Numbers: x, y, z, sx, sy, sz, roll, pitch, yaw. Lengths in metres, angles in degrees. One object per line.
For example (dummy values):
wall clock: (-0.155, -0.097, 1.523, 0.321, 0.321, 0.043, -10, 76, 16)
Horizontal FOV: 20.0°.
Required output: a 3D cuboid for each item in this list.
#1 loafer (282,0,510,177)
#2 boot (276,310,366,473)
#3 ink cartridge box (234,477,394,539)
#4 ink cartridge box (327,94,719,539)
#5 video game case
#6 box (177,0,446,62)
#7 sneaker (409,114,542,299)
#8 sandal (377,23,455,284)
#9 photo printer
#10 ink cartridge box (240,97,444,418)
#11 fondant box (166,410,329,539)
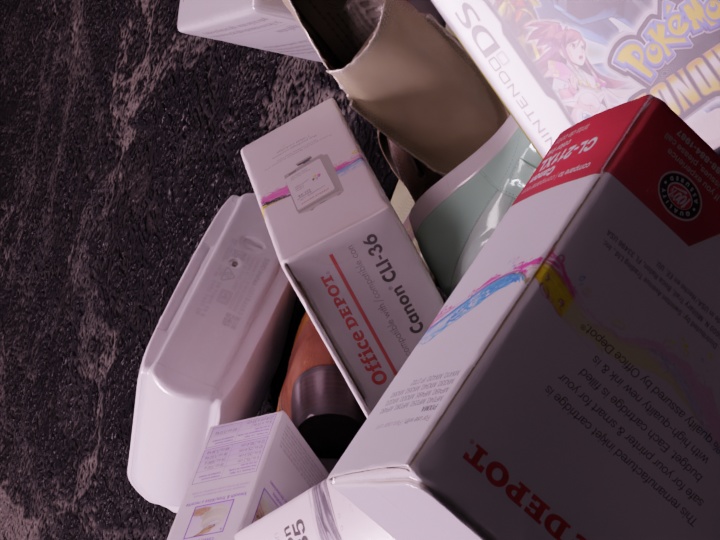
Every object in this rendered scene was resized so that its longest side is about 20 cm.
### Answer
loafer: (0.017, -0.120, 1.179, 0.076, 0.200, 0.068, -48, -8, 18)
boot: (-0.033, 0.065, 1.342, 0.189, 0.068, 0.200, 93, 177, -49)
ink cartridge box: (0.037, 0.167, 1.058, 0.200, 0.083, 0.147, -36, 66, 43)
ink cartridge box: (0.103, 0.052, 0.856, 0.200, 0.146, 0.083, -54, 16, -23)
video game case: (0.126, -0.135, 0.946, 0.200, 0.025, 0.181, -33, 93, 45)
box: (-0.021, -0.244, 1.332, 0.199, 0.130, 0.201, -172, 92, -71)
sneaker: (0.114, -0.032, 1.066, 0.200, 0.074, 0.118, -45, 57, 39)
sandal: (0.036, -0.065, 1.248, 0.080, 0.057, 0.201, 55, 131, 57)
photo printer: (-0.098, 0.065, 1.387, 0.200, 0.069, 0.167, 106, -172, -57)
ink cartridge box: (0.000, 0.000, 1.131, 0.117, 0.067, 0.200, 60, -177, -29)
fondant box: (-0.057, 0.203, 1.173, 0.058, 0.144, 0.200, -14, 37, 27)
